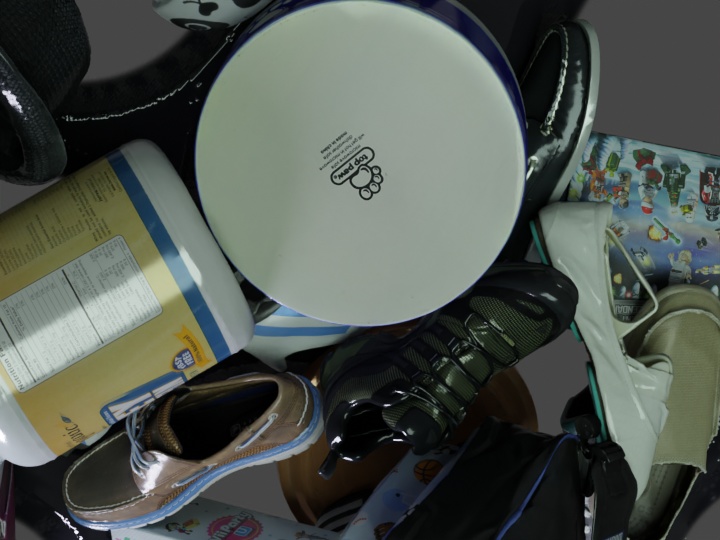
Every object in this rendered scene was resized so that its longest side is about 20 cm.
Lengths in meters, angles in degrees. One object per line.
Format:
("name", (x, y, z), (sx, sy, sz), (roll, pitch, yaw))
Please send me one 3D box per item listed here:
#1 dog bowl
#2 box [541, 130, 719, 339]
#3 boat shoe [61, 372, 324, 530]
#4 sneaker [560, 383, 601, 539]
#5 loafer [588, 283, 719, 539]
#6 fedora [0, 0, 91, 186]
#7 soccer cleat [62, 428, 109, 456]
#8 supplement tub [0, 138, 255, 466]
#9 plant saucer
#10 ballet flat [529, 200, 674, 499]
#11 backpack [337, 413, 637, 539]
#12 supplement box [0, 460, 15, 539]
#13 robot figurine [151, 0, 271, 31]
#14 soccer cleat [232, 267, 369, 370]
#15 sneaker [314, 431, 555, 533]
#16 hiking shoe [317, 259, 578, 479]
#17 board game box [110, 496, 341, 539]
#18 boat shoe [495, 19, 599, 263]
("dog bowl", (0.002, -0.072, 0.895), (0.198, 0.079, 0.202), (2, 110, 4))
("box", (0.226, -0.016, 1.055), (0.198, 0.040, 0.139), (9, 95, -14))
("boat shoe", (-0.125, 0.113, 1.013), (0.198, 0.073, 0.072), (-26, 150, 9))
("sneaker", (0.179, 0.137, 1.111), (0.079, 0.071, 0.202), (9, 101, -13))
("loafer", (0.212, 0.108, 1.027), (0.075, 0.068, 0.202), (5, 112, -11))
("fedora", (-0.234, -0.148, 0.897), (0.092, 0.200, 0.201), (-49, 116, -27))
("soccer cleat", (-0.241, 0.042, 1.002), (0.199, 0.070, 0.087), (37, 91, -26))
("supplement tub", (-0.180, 0.027, 0.904), (0.199, 0.145, 0.146), (-30, 114, -7))
("plant saucer", (0.037, 0.134, 1.102), (0.198, 0.032, 0.203), (-3, 112, -8))
("ballet flat", (0.169, 0.048, 0.972), (0.069, 0.069, 0.202), (-17, 88, -3))
("backpack", (0.074, 0.210, 0.944), (0.200, 0.153, 0.192), (-39, 126, -42))
("supplement box", (-0.339, 0.203, 1.022), (0.197, 0.103, 0.132), (1, 111, -10))
("robot figurine", (-0.121, -0.233, 0.877), (0.200, 0.150, 0.125), (44, 86, -22))
("soccer cleat", (0.000, 0.000, 1.017), (0.199, 0.070, 0.087), (-27, 132, 11))
("sneaker", (0.073, 0.196, 1.084), (0.198, 0.076, 0.116), (-20, 119, 9))
("hiking shoe", (0.057, 0.070, 0.948), (0.199, 0.101, 0.076), (-31, 126, 30))
("board game box", (-0.075, 0.248, 1.056), (0.198, 0.064, 0.149), (10, 114, 22))
("boat shoe", (0.107, -0.075, 1.009), (0.060, 0.076, 0.202), (7, 109, -19))
